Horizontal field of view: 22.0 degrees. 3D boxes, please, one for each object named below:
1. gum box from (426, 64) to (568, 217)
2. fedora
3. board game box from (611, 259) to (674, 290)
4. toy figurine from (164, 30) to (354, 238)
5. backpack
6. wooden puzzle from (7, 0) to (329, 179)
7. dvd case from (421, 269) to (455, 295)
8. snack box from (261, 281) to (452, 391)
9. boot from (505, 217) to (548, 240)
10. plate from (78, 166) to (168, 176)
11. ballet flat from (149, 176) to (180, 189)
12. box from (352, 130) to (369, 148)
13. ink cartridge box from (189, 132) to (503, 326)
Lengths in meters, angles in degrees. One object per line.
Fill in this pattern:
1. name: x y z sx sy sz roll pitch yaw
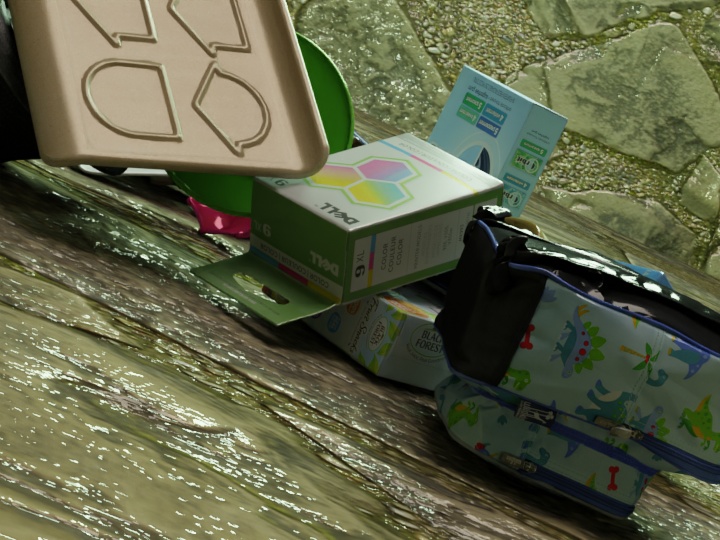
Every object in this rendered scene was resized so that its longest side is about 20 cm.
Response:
1. gum box: 0.103 -0.082 1.777 0.044 0.201 0.170 22 9 -25
2. fedora: -0.246 -0.136 1.325 0.201 0.091 0.201 58 15 -25
3. board game box: 0.194 0.049 1.438 0.200 0.037 0.152 17 -33 57
4. toy figurine: -0.111 -0.099 1.407 0.200 0.150 0.184 38 -19 3
5. backpack: 0.147 0.067 1.172 0.199 0.148 0.183 21 8 -7
6. wooden puzzle: -0.136 -0.137 1.262 0.198 0.046 0.186 -1 57 -27
7. dvd case: 0.075 0.007 1.388 0.199 0.025 0.150 33 6 38
8. snack box: 0.046 0.043 1.342 0.199 0.053 0.142 18 10 -44
9. boot: 0.144 0.017 1.628 0.155 0.072 0.200 47 -8 -22
10. plate: -0.158 -0.162 1.553 0.198 0.202 0.032 2 -23 -29
11. ballet flat: -0.187 -0.107 1.582 0.199 0.076 0.064 21 39 -3
12. box: -0.009 -0.109 1.667 0.121 0.032 0.200 41 6 -32
13. ink cartridge box: -0.008 -0.031 1.266 0.199 0.060 0.104 -18 34 -37
